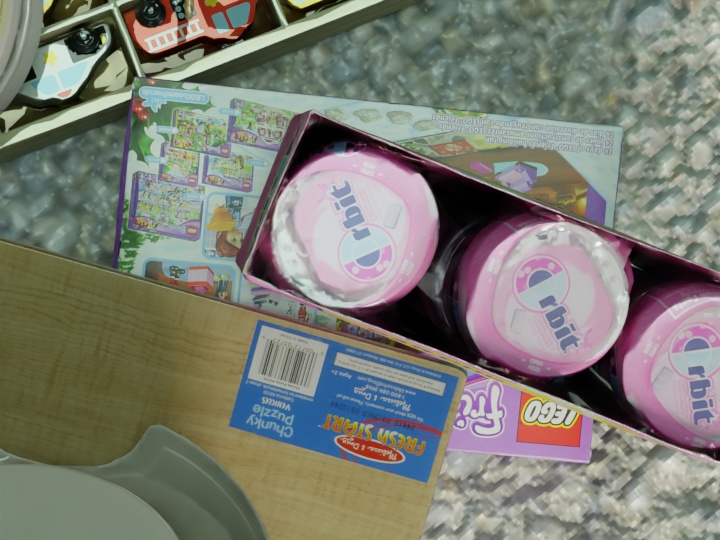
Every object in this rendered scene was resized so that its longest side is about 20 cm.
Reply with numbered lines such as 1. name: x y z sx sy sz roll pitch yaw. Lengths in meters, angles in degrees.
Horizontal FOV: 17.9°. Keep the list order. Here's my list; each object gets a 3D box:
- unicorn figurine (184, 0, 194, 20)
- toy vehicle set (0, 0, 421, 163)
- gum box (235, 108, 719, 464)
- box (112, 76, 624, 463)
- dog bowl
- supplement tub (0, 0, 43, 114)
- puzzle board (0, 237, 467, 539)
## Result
1. unicorn figurine: -0.112 -0.219 0.909 0.074 0.137 0.200 -37 63 -3
2. toy vehicle set: -0.083 -0.139 0.961 0.199 0.027 0.125 -22 82 -9
3. gum box: 0.057 0.007 0.852 0.199 0.114 0.066 22 91 -5
4. box: 0.000 0.000 0.924 0.199 0.039 0.138 6 91 -5
5. dog bowl: -0.128 0.133 0.811 0.199 0.059 0.200 -1 39 1
6. supplement tub: -0.212 -0.110 0.840 0.144 0.200 0.146 -1 88 16
7. puzzle board: -0.072 0.080 0.896 0.199 0.017 0.151 15 105 -1
